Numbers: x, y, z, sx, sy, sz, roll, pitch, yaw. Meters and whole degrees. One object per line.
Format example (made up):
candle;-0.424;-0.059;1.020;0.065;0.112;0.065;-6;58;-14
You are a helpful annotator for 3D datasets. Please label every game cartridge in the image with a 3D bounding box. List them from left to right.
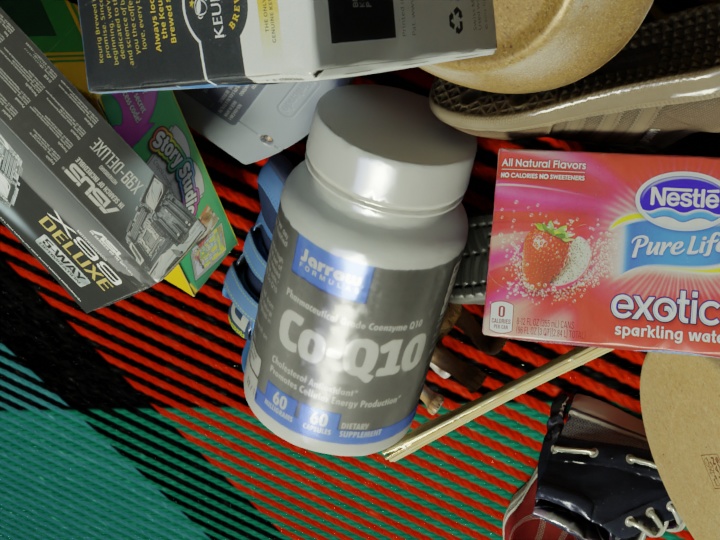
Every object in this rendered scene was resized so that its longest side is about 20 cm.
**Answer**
game cartridge;-0.066;-0.141;0.834;0.133;0.041;0.200;38;148;-8

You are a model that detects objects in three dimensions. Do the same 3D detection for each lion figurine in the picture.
lion figurine;0.030;0.037;0.980;0.122;0.073;0.200;37;152;-3

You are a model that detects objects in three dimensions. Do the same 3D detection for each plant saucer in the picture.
plant saucer;0.045;-0.167;0.655;0.198;0.035;0.202;22;134;25

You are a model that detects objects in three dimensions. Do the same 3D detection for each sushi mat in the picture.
sushi mat;0.108;0.068;0.879;0.199;0.096;0.012;-30;86;23

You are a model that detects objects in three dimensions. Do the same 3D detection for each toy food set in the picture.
toy food set;0.240;0.117;0.866;0.198;0.048;0.202;102;146;-65

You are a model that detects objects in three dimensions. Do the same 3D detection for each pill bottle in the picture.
pill bottle;0.000;0.000;0.830;0.113;0.114;0.202;21;122;11

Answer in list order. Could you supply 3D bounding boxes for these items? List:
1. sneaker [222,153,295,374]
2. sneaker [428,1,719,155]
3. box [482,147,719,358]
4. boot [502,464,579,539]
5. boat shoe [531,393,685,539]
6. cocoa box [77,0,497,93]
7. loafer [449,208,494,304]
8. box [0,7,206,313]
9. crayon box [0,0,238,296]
sneaker;-0.054;0.008;0.968;0.201;0.081;0.074;84;162;-46
sneaker;0.128;-0.085;0.730;0.198;0.071;0.076;1;145;40
box;0.170;-0.006;0.725;0.198;0.101;0.095;5;178;20
boot;0.136;0.250;1.132;0.072;0.145;0.201;20;149;10
boat shoe;0.216;0.167;0.997;0.198;0.093;0.075;18;148;16
cocoa box;-0.037;-0.180;0.577;0.130;0.133;0.203;1;101;38
loafer;0.138;-0.013;0.842;0.198;0.074;0.071;0;173;36
box;-0.199;-0.069;0.853;0.200;0.050;0.157;48;156;-13
crayon box;-0.183;-0.092;0.926;0.172;0.058;0.201;29;156;30
